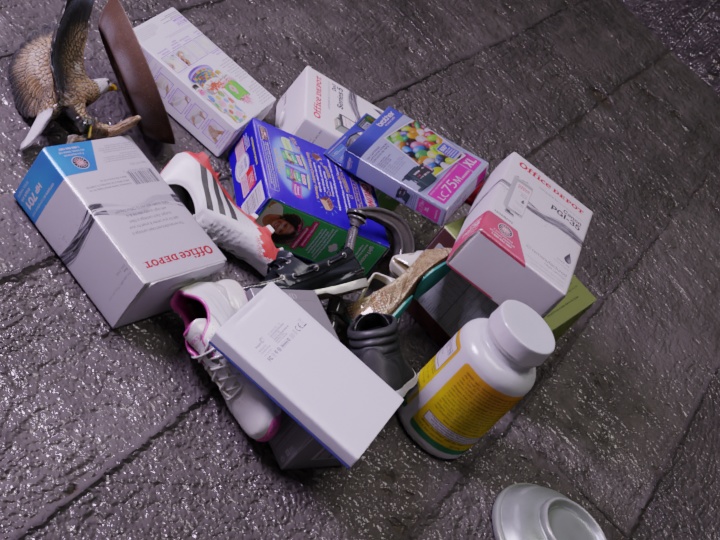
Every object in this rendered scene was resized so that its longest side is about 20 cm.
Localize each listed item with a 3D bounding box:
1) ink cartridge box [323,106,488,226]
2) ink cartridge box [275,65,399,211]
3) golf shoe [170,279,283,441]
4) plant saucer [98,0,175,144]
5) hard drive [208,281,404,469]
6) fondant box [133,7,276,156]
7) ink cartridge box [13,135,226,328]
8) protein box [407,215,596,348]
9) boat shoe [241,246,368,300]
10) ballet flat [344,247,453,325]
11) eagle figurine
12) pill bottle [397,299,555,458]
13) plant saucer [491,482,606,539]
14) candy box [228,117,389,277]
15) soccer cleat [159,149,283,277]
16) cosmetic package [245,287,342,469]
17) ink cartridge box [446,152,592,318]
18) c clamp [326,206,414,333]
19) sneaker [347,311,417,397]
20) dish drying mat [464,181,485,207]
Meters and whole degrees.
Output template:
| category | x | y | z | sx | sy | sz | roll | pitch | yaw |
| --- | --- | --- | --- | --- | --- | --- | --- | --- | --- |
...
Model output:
| category | x | y | z | sx | sy | sz | roll | pitch | yaw |
| --- | --- | --- | --- | --- | --- | --- | --- | --- | --- |
| ink cartridge box | 0.062 | -0.152 | 1.846 | 0.199 | 0.042 | 0.119 | 30 | 51 | 17 |
| ink cartridge box | -0.021 | -0.189 | 1.982 | 0.199 | 0.084 | 0.146 | 28 | 33 | -22 |
| golf shoe | -0.150 | 0.099 | 1.479 | 0.091 | 0.075 | 0.201 | 7 | 49 | -46 |
| plant saucer | -0.288 | -0.248 | 1.707 | 0.036 | 0.201 | 0.201 | -22 | 59 | -9 |
| hard drive | -0.056 | 0.110 | 1.467 | 0.200 | 0.025 | 0.132 | 42 | 34 | 3 |
| fondant box | -0.229 | -0.263 | 1.868 | 0.200 | 0.058 | 0.144 | 41 | 31 | -1 |
| ink cartridge box | -0.270 | -0.048 | 1.523 | 0.200 | 0.086 | 0.146 | 52 | 32 | 13 |
| protein box | 0.187 | 0.034 | 1.887 | 0.200 | 0.135 | 0.198 | 48 | 31 | 12 |
| boat shoe | -0.081 | 0.007 | 1.638 | 0.198 | 0.074 | 0.067 | -10 | 83 | -29 |
| ballet flat | 0.051 | 0.015 | 1.731 | 0.065 | 0.071 | 0.200 | 40 | 50 | 12 |
| eagle figurine | -0.350 | -0.233 | 1.611 | 0.151 | 0.151 | 0.201 | 26 | 41 | -84 |
| pill bottle | 0.144 | 0.131 | 1.655 | 0.112 | 0.200 | 0.113 | 28 | 33 | -20 |
| plant saucer | 0.253 | 0.338 | 1.668 | 0.199 | 0.050 | 0.201 | 28 | 34 | -21 |
| candy box | -0.070 | -0.095 | 1.819 | 0.199 | 0.077 | 0.170 | 21 | 36 | -30 |
| soccer cleat | -0.175 | -0.056 | 1.671 | 0.085 | 0.069 | 0.201 | -42 | 99 | -27 |
| cosmetic package | -0.071 | 0.121 | 1.538 | 0.106 | 0.090 | 0.201 | 1 | 52 | -44 |
| ink cartridge box | 0.213 | -0.044 | 1.784 | 0.146 | 0.083 | 0.201 | 36 | 40 | -7 |
| c clamp | 0.000 | 0.000 | 1.743 | 0.170 | 0.027 | 0.202 | 32 | 63 | -29 |
| sneaker | 0.027 | 0.095 | 1.620 | 0.200 | 0.070 | 0.100 | -42 | 127 | -82 |
| dish drying mat | 0.186 | -0.096 | 1.903 | 0.199 | 0.018 | 0.077 | 33 | 31 | -6 |
